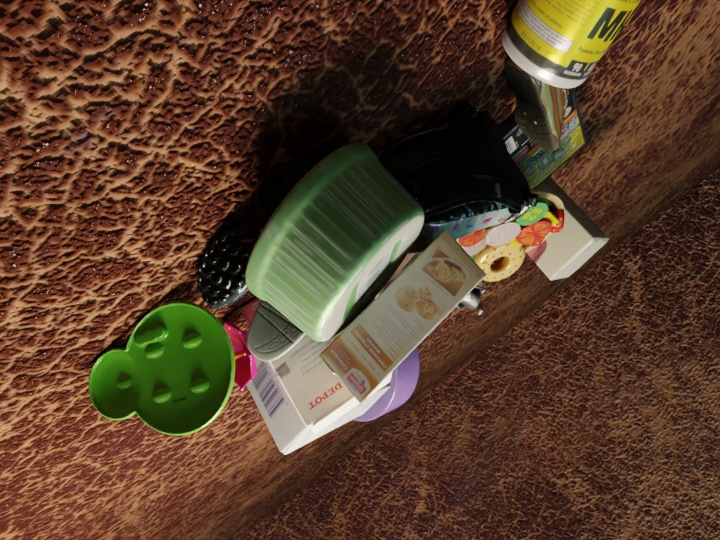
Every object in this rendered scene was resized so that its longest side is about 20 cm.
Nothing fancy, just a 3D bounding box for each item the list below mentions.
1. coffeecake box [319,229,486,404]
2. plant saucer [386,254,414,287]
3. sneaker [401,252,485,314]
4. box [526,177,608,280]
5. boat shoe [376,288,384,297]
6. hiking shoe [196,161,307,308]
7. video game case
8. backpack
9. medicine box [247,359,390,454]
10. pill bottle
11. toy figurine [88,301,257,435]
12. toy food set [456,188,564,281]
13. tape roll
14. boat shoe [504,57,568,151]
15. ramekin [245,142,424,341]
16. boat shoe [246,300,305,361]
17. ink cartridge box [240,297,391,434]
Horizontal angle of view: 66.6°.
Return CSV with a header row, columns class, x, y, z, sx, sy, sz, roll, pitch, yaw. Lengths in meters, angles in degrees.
class,x,y,z,sx,sy,sz,roll,pitch,yaw
coffeecake box,0.047,0.061,0.670,0.200,0.073,0.154,-44,174,-7
plant saucer,0.093,-0.025,1.005,0.197,0.035,0.202,-33,159,-14
sneaker,0.167,0.024,0.980,0.197,0.141,0.078,-12,150,-48
box,0.349,-0.095,1.035,0.126,0.202,0.109,-2,141,-53
boat shoe,0.022,-0.031,0.841,0.068,0.071,0.203,-44,155,-29
hiking shoe,-0.106,-0.028,0.627,0.200,0.075,0.086,-45,156,19
video game case,0.276,-0.197,0.903,0.199,0.026,0.180,-42,144,10
backpack,0.104,-0.104,0.706,0.196,0.170,0.127,-20,159,-23
medicine box,-0.080,0.172,0.925,0.197,0.184,0.103,-11,149,-46
pill bottle,0.239,-0.305,0.559,0.112,0.115,0.202,-21,154,-33
toy figurine,-0.219,0.130,0.730,0.195,0.155,0.184,-17,171,10
toy food set,0.247,-0.060,0.915,0.198,0.050,0.196,-34,144,29
tape roll,0.011,0.177,1.056,0.084,0.202,0.201,-4,142,-53
boat shoe,0.257,-0.241,0.753,0.074,0.076,0.200,-47,149,1
ramekin,-0.019,-0.022,0.585,0.201,0.097,0.201,-48,168,-13
boat shoe,-0.081,0.034,0.746,0.205,0.073,0.065,-60,174,-15
ink cartridge box,-0.063,0.110,0.800,0.144,0.202,0.083,-30,159,-12
